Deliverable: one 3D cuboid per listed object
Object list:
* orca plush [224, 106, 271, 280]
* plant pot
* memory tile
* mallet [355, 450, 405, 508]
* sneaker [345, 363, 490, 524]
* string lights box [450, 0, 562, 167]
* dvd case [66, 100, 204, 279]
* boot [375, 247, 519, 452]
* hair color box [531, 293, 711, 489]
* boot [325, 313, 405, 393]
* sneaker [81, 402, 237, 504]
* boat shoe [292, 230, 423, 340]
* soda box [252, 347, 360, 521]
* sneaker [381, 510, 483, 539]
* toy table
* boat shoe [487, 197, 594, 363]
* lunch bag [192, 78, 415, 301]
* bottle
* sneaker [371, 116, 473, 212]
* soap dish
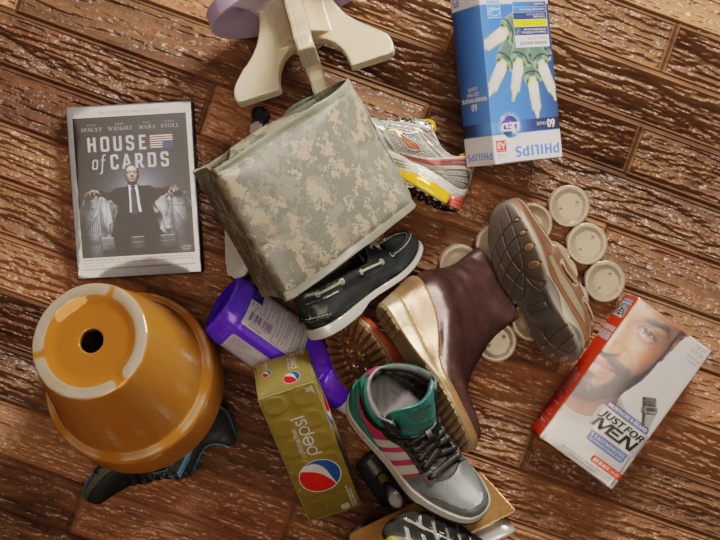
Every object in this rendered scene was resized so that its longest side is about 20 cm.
[{"bbox_3d":[-0.112,-0.089,1.344,0.105,0.071,0.203,-1,90,44],"label":"orca plush"},{"bbox_3d":[-0.264,0.103,1.248,0.198,0.184,0.202,-2,69,6],"label":"plant pot"},{"bbox_3d":[0.204,0.002,1.367,0.199,0.017,0.154,-28,94,2],"label":"memory tile"},{"bbox_3d":[0.025,0.235,1.292,0.041,0.200,0.066,-36,83,-4],"label":"mallet"},{"bbox_3d":[0.067,0.171,1.208,0.200,0.121,0.083,42,63,18],"label":"sneaker"},{"bbox_3d":[0.166,-0.224,1.309,0.102,0.059,0.202,-9,95,-31],"label":"string lights box"},{"bbox_3d":[-0.264,-0.094,1.347,0.148,0.025,0.203,-3,95,-1],"label":"dvd case"},{"bbox_3d":[0.124,0.084,1.289,0.165,0.072,0.201,-25,83,-32],"label":"boot"},{"bbox_3d":[0.306,0.142,1.355,0.110,0.064,0.201,35,92,-3],"label":"hair color box"},{"bbox_3d":[0.041,0.116,1.335,0.075,0.107,0.201,-34,98,36],"label":"boot"},{"bbox_3d":[-0.237,0.222,1.347,0.199,0.073,0.082,-36,94,2],"label":"sneaker"},{"bbox_3d":[0.000,0.000,1.289,0.075,0.200,0.061,-10,114,42],"label":"boat shoe"},{"bbox_3d":[-0.060,0.190,1.308,0.067,0.064,0.201,-18,123,1],"label":"soda box"},{"bbox_3d":[0.106,0.327,1.212,0.198,0.078,0.091,26,105,-8],"label":"sneaker"},{"bbox_3d":[-0.062,-0.265,1.271,0.198,0.184,0.118,-21,78,13],"label":"toy table"},{"bbox_3d":[0.211,0.006,1.327,0.072,0.075,0.202,-33,103,-42],"label":"boat shoe"},{"bbox_3d":[-0.053,-0.090,1.241,0.199,0.117,0.165,-34,104,-16],"label":"lunch bag"},{"bbox_3d":[-0.084,0.094,1.333,0.199,0.084,0.065,36,124,-16],"label":"bottle"},{"bbox_3d":[0.043,-0.148,1.331,0.199,0.078,0.083,30,86,-10],"label":"sneaker"},{"bbox_3d":[0.080,0.302,1.323,0.198,0.157,0.082,-25,78,1],"label":"soap dish"}]
